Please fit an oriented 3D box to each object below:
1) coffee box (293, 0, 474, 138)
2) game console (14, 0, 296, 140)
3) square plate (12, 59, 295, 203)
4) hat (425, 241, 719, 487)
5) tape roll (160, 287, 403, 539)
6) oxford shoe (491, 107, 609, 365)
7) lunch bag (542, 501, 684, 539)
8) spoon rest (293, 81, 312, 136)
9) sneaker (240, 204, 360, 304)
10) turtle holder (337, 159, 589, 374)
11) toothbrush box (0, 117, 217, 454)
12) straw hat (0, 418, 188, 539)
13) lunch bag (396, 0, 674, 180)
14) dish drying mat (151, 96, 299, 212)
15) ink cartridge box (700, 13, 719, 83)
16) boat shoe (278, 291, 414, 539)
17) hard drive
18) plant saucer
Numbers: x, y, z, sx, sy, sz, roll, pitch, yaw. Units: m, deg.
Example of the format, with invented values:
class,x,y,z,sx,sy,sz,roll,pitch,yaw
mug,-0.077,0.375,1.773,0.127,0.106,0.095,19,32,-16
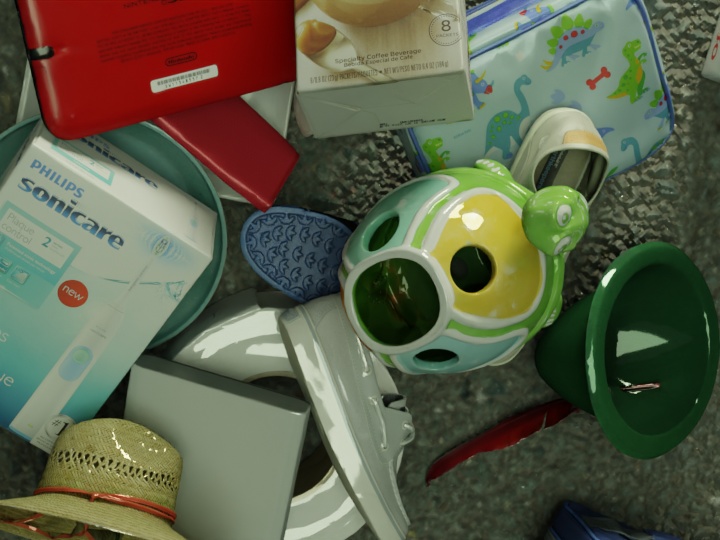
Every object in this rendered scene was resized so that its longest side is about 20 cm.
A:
class,x,y,z,sx,sy,sz,roll,pitch,yaw
coffee box,0.013,-0.202,0.989,0.114,0.080,0.201,-6,71,8
game console,-0.154,-0.202,1.013,0.199,0.119,0.173,-18,113,-22
square plate,-0.144,-0.162,1.080,0.199,0.028,0.199,10,99,-9
hat,0.163,0.067,1.172,0.200,0.176,0.167,-23,104,-41
tape roll,-0.068,0.119,1.125,0.201,0.071,0.204,-1,102,-6
oxford shoe,0.123,-0.019,1.048,0.075,0.058,0.201,13,109,-24
lunch bag,0.231,0.277,1.161,0.199,0.136,0.133,26,97,-12
spoon rest,0.012,-0.183,1.069,0.060,0.099,0.201,30,86,-10
sneaker,0.000,0.000,1.105,0.199,0.078,0.070,20,94,-12
turtle holder,0.071,0.006,0.977,0.185,0.132,0.142,6,106,30
toothbrush box,-0.215,0.010,1.031,0.146,0.085,0.200,34,108,-17
straw hat,-0.173,0.148,1.008,0.200,0.201,0.085,17,70,-10
lunch bag,0.124,-0.129,1.075,0.199,0.083,0.161,-28,124,-1
dish drying mat,-0.131,-0.127,1.044,0.200,0.077,0.018,40,135,-12
ink cartridge box,0.330,-0.193,1.048,0.084,0.200,0.146,16,99,-5
boat shoe,0.004,0.109,1.065,0.068,0.072,0.201,-24,99,-9
hard drive,-0.118,0.171,1.067,0.131,0.026,0.201,15,111,8
plant saucer,-0.198,-0.031,1.078,0.199,0.036,0.201,-1,115,-2
